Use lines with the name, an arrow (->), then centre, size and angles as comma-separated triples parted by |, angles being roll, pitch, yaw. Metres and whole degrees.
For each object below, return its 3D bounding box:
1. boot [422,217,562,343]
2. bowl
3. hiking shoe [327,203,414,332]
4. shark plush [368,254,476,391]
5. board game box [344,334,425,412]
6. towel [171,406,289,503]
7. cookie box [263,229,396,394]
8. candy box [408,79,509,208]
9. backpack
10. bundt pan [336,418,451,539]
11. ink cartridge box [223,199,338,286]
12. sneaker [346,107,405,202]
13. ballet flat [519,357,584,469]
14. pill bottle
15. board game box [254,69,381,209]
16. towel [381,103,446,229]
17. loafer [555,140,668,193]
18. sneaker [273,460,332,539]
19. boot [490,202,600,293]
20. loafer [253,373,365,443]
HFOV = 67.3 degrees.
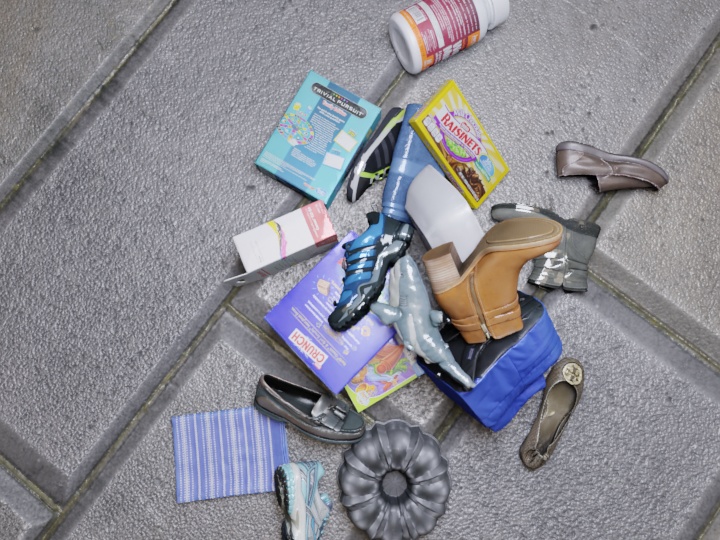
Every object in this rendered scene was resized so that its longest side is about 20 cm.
boot -> 0.197, 0.019, 0.742 | 0.198, 0.074, 0.156 | -15, 114, 35
bowl -> 0.143, -0.050, 0.862 | 0.074, 0.200, 0.201 | -31, 121, 5
hiking shoe -> 0.000, 0.000, 0.822 | 0.086, 0.075, 0.201 | 31, 72, 12
shark plush -> 0.091, 0.081, 0.761 | 0.083, 0.090, 0.201 | -42, 62, 33
board game box -> 0.005, 0.120, 0.934 | 0.134, 0.045, 0.201 | -30, 83, -3
towel -> -0.221, 0.312, 0.923 | 0.197, 0.024, 0.147 | -7, 82, 0
cookie box -> -0.027, 0.067, 0.880 | 0.200, 0.075, 0.171 | -44, 84, -6
candy box -> 0.174, -0.213, 0.931 | 0.102, 0.026, 0.200 | -49, 117, -13
backpack -> 0.218, 0.136, 0.873 | 0.200, 0.162, 0.168 | -45, 122, -9
bundt pan -> 0.057, 0.351, 0.889 | 0.199, 0.076, 0.205 | 0, 82, 0
ink cartridge box -> -0.140, -0.042, 0.921 | 0.198, 0.117, 0.068 | -24, 84, -3
sneaker -> 0.048, -0.200, 0.962 | 0.082, 0.072, 0.201 | 31, 84, 3
ballet flat -> 0.327, 0.241, 0.913 | 0.067, 0.046, 0.201 | 29, 84, 4
pill bottle -> 0.159, -0.448, 0.974 | 0.198, 0.110, 0.110 | -28, 83, -3
board game box -> -0.075, -0.236, 0.980 | 0.150, 0.047, 0.201 | 30, 84, 4
towel -> 0.099, -0.178, 0.941 | 0.111, 0.048, 0.202 | 14, 92, -33
loafer -> 0.438, -0.169, 0.961 | 0.198, 0.073, 0.072 | 17, 94, 8
sneaker -> -0.082, 0.410, 0.883 | 0.085, 0.077, 0.203 | -7, 95, -27
boot -> 0.313, -0.037, 0.944 | 0.198, 0.068, 0.132 | 16, 89, 4
loafer -> -0.084, 0.227, 0.895 | 0.198, 0.072, 0.063 | 16, 123, 9
